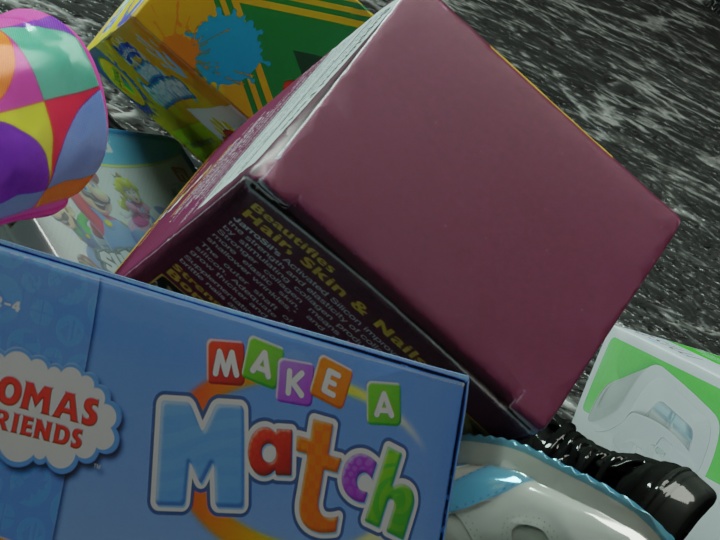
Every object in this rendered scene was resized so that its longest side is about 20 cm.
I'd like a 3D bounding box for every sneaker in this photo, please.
[{"bbox_3d":[0.019,0.098,0.783,0.199,0.081,0.077,9,-25,29],"label":"sneaker"},{"bbox_3d":[0.077,0.090,0.945,0.104,0.060,0.200,40,-12,9],"label":"sneaker"}]

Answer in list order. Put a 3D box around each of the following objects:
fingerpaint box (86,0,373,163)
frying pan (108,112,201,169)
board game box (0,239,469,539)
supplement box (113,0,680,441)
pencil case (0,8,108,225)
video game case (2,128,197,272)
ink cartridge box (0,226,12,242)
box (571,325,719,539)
[{"bbox_3d":[-0.030,-0.075,1.034,0.167,0.073,0.200,41,-8,-9],"label":"fingerpaint box"},{"bbox_3d":[-0.077,-0.038,1.154,0.190,0.031,0.115,51,12,18],"label":"frying pan"},{"bbox_3d":[-0.057,0.105,0.525,0.151,0.201,0.037,18,-13,-32],"label":"board game box"},{"bbox_3d":[0.000,0.000,0.855,0.131,0.103,0.200,42,-25,-9],"label":"supplement box"},{"bbox_3d":[-0.186,-0.039,0.861,0.088,0.089,0.200,36,38,30],"label":"pencil case"},{"bbox_3d":[-0.077,0.017,0.988,0.143,0.018,0.200,3,47,-56],"label":"video game case"},{"bbox_3d":[-0.096,-0.002,1.082,0.199,0.050,0.161,22,16,-10],"label":"ink cartridge box"},{"bbox_3d":[0.218,0.115,1.085,0.176,0.097,0.200,17,7,-34],"label":"box"}]
